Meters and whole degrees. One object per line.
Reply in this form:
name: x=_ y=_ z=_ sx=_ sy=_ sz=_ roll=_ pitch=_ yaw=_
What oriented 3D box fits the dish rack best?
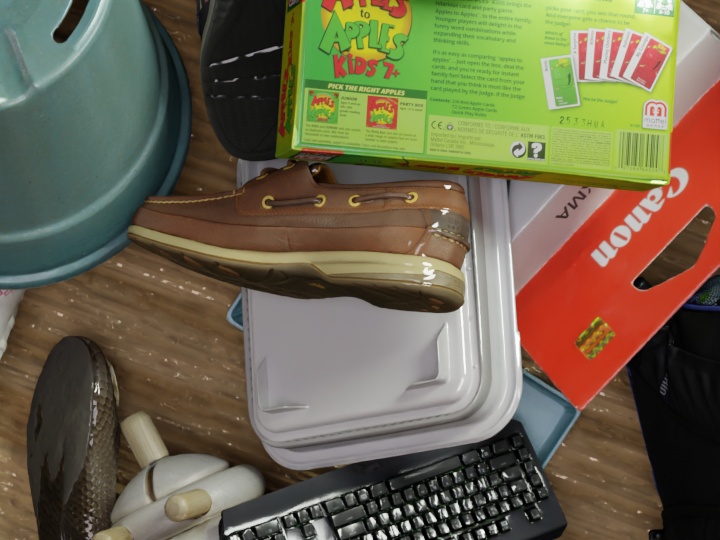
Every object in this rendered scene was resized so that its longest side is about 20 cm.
dish rack: x=0.000 y=0.000 z=1.461 sx=0.171 sy=0.043 sz=0.201 roll=-12 pitch=74 yaw=32

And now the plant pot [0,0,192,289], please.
plant pot: x=-0.193 y=-0.117 z=1.412 sx=0.199 sy=0.196 sz=0.201 roll=0 pitch=70 yaw=0

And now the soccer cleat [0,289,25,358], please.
soccer cleat: x=-0.230 y=0.045 z=1.532 sx=0.200 sy=0.070 sz=0.086 roll=-42 pitch=99 yaw=13

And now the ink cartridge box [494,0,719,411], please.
ink cartridge box: x=0.127 y=-0.052 z=1.453 sx=0.200 sy=0.044 sz=0.174 roll=-47 pitch=50 yaw=7

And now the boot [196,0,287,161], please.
boot: x=-0.059 y=-0.179 z=1.465 sx=0.073 sy=0.154 sz=0.204 roll=-6 pitch=123 yaw=-6

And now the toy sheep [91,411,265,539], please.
toy sheep: x=-0.084 y=0.170 z=1.495 sx=0.138 sy=0.138 sz=0.201 roll=-22 pitch=85 yaw=6

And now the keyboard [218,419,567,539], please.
keyboard: x=0.026 y=0.161 z=1.461 sx=0.200 sy=0.021 sz=0.127 roll=-17 pitch=79 yaw=-27

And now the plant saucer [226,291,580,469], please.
plant saucer: x=0.025 y=0.052 z=1.531 sx=0.200 sy=0.019 sz=0.070 roll=33 pitch=97 yaw=2

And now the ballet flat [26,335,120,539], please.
ballet flat: x=-0.157 y=0.137 z=1.542 sx=0.046 sy=0.067 sz=0.201 roll=-1 pitch=94 yaw=-37

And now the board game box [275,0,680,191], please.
board game box: x=0.061 y=-0.101 z=1.385 sx=0.199 sy=0.048 sz=0.102 roll=5 pitch=85 yaw=-12

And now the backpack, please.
backpack: x=0.243 y=0.085 z=1.423 sx=0.147 sy=0.200 sz=0.184 roll=-14 pitch=96 yaw=-18

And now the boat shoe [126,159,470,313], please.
boat shoe: x=-0.030 y=-0.023 z=1.421 sx=0.200 sy=0.072 sz=0.068 roll=6 pitch=78 yaw=29
